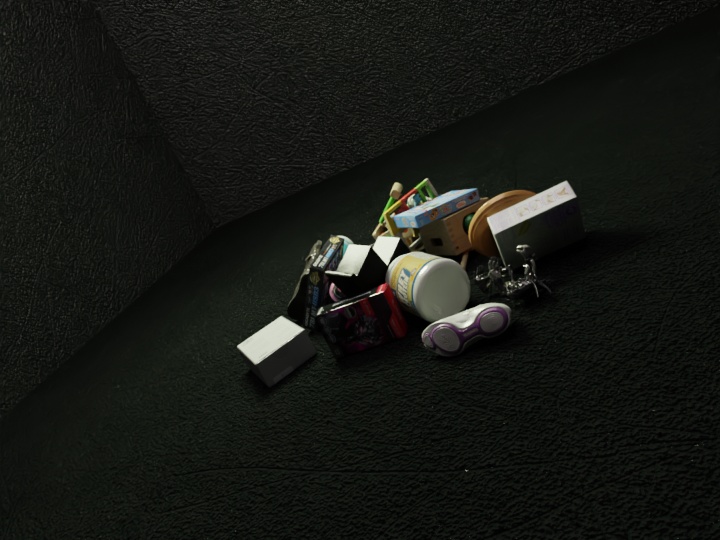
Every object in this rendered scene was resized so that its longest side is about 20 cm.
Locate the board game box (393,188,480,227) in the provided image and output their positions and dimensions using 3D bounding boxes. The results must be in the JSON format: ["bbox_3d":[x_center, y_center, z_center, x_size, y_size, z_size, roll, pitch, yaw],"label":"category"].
[{"bbox_3d":[0.204,-0.168,1.734,0.196,0.037,0.151,-26,12,-16],"label":"board game box"}]

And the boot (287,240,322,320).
[{"bbox_3d":[-0.157,0.031,1.932,0.176,0.068,0.203,-83,17,-57],"label":"boot"}]

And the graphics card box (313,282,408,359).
[{"bbox_3d":[0.001,0.122,1.519,0.196,0.128,0.051,-19,20,23],"label":"graphics card box"}]

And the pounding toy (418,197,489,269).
[{"bbox_3d":[0.268,-0.093,1.732,0.181,0.145,0.199,-26,12,-21],"label":"pounding toy"}]

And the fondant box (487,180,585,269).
[{"bbox_3d":[0.404,-0.097,1.468,0.196,0.145,0.059,-25,46,10],"label":"fondant box"}]

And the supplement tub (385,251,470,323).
[{"bbox_3d":[0.151,0.035,1.497,0.143,0.147,0.199,-32,18,-15],"label":"supplement tub"}]

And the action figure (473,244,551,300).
[{"bbox_3d":[0.326,0.008,1.386,0.117,0.105,0.199,-22,13,-22],"label":"action figure"}]

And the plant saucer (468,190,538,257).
[{"bbox_3d":[0.354,-0.100,1.521,0.196,0.201,0.038,-24,47,10],"label":"plant saucer"}]

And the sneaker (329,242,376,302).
[{"bbox_3d":[0.000,0.000,1.675,0.200,0.079,0.096,-48,-8,-15],"label":"sneaker"}]

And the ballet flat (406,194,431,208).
[{"bbox_3d":[0.221,-0.174,1.881,0.071,0.198,0.073,-32,40,33],"label":"ballet flat"}]

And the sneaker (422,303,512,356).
[{"bbox_3d":[0.222,0.120,1.318,0.196,0.077,0.099,-20,1,25],"label":"sneaker"}]

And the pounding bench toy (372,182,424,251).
[{"bbox_3d":[0.109,-0.141,1.910,0.154,0.202,0.125,-30,13,31],"label":"pounding bench toy"}]

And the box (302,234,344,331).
[{"bbox_3d":[-0.102,0.034,1.812,0.048,0.204,0.200,14,31,9],"label":"box"}]

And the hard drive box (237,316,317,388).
[{"bbox_3d":[-0.225,0.210,1.696,0.154,0.078,0.199,-34,18,-17],"label":"hard drive box"}]

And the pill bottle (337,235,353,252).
[{"bbox_3d":[-0.083,-0.024,2.060,0.109,0.113,0.201,-20,19,21],"label":"pill bottle"}]

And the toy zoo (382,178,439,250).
[{"bbox_3d":[0.150,-0.146,1.807,0.199,0.133,0.020,-38,13,-15],"label":"toy zoo"}]

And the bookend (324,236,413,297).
[{"bbox_3d":[0.034,-0.016,1.601,0.091,0.200,0.202,6,61,41],"label":"bookend"}]
